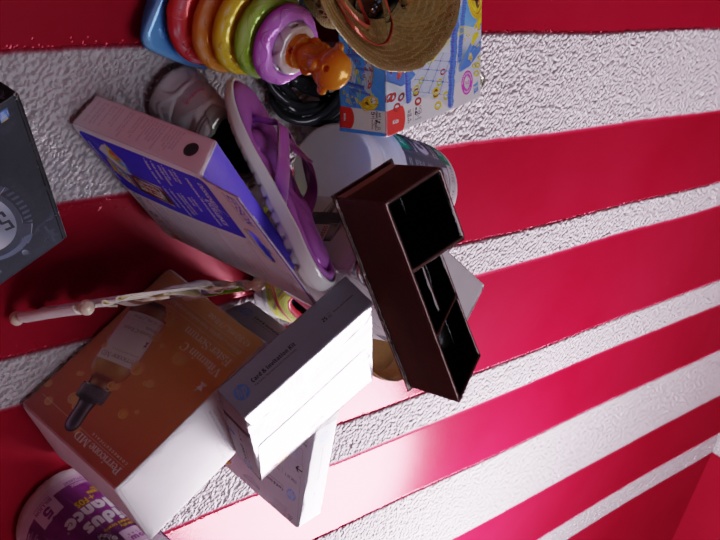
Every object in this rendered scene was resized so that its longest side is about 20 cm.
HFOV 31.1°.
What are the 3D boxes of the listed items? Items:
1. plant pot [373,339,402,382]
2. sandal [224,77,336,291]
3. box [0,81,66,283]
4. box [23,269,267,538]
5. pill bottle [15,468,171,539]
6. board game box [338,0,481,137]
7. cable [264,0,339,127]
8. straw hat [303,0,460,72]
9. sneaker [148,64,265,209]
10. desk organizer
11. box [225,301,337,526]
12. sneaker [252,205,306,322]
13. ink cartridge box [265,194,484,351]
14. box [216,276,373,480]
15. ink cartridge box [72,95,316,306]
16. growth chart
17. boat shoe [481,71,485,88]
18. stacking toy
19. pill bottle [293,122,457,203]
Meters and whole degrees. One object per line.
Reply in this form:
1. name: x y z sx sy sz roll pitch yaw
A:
1. plant pot: 0.008 0.033 1.494 0.200 0.027 0.202 39 43 -48
2. sandal: -0.060 -0.082 1.149 0.049 0.204 0.082 -24 179 14
3. box: -0.342 -0.038 1.028 0.200 0.043 0.161 -39 144 -28
4. box: -0.197 0.128 1.273 0.200 0.152 0.107 -45 148 -20
5. pill bottle: -0.248 0.295 1.303 0.112 0.199 0.113 -34 142 -32
6. board game box: 0.052 -0.252 1.284 0.200 0.055 0.198 -30 125 -52
7. cable: -0.036 -0.239 1.284 0.163 0.051 0.201 -37 144 -20
8. straw hat: -0.007 -0.255 1.121 0.200 0.085 0.203 14 70 -43
9. sneaker: -0.127 -0.097 1.220 0.078 0.099 0.200 -45 146 -11
10. desk organizer: 0.055 0.010 1.132 0.071 0.077 0.202 -32 113 -27
11. box: -0.096 0.159 1.425 0.041 0.155 0.202 -22 134 -41
12. sneaker: -0.072 -0.019 1.377 0.078 0.090 0.201 -37 140 -25
13. ink cartridge box: 0.000 0.000 1.262 0.145 0.199 0.085 40 74 -32
14. box: -0.055 0.106 1.211 0.156 0.041 0.200 -41 161 -16
15. ink cartridge box: -0.132 -0.059 1.148 0.044 0.199 0.198 -55 148 -15
16. growth chart: -0.206 0.027 1.181 0.199 0.144 0.018 -8 89 -37
17. boat shoe: 0.083 -0.206 1.458 0.201 0.060 0.073 -12 126 -50
18. stacking toy: -0.079 -0.201 1.100 0.109 0.199 0.117 10 108 -56
19. pill bottle: 0.017 -0.096 1.399 0.200 0.113 0.114 7 112 -62
